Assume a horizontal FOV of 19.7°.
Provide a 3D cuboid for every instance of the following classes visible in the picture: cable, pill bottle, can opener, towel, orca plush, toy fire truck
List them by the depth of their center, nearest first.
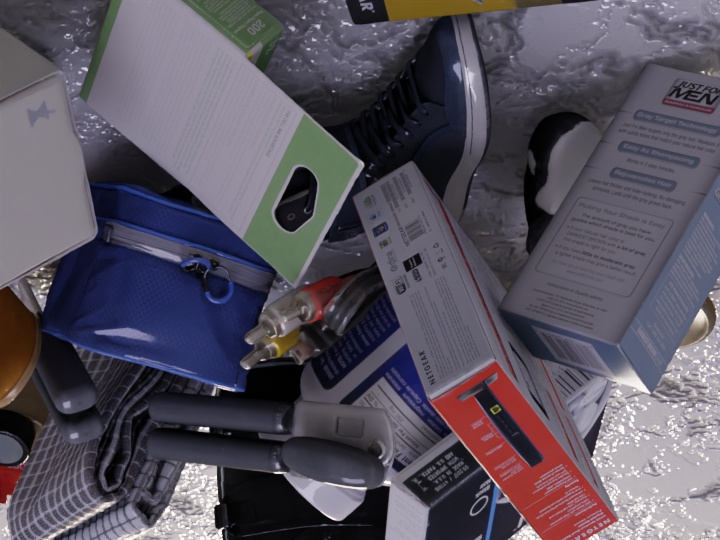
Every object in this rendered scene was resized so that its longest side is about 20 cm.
[{"bbox_3d":[0.000,0.000,1.402,0.050,0.200,0.097,47,139,0],"label":"cable"},{"bbox_3d":[-0.066,0.115,1.444,0.198,0.053,0.066,4,178,30],"label":"can opener"},{"bbox_3d":[0.151,-0.042,1.454,0.105,0.071,0.200,-48,136,-4],"label":"orca plush"},{"bbox_3d":[0.028,0.084,1.512,0.200,0.116,0.116,-41,129,8],"label":"pill bottle"},{"bbox_3d":[-0.222,0.058,1.542,0.066,0.200,0.053,-16,120,-11],"label":"can opener"},{"bbox_3d":[-0.187,0.121,1.595,0.085,0.201,0.165,33,144,-16],"label":"towel"},{"bbox_3d":[-0.339,0.147,1.745,0.174,0.129,0.201,7,134,1],"label":"toy fire truck"}]

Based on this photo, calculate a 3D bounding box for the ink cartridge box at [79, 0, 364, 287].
[{"bbox_3d":[-0.083,-0.102,1.329,0.200,0.048,0.146,40,142,7],"label":"ink cartridge box"}]

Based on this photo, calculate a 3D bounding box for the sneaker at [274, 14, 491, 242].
[{"bbox_3d":[0.005,-0.089,1.359,0.145,0.077,0.203,-5,146,-11],"label":"sneaker"}]

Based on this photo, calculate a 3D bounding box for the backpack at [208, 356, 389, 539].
[{"bbox_3d":[-0.010,0.158,1.638,0.198,0.179,0.151,-6,168,5],"label":"backpack"}]

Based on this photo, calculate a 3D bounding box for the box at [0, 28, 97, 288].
[{"bbox_3d":[-0.271,-0.089,1.301,0.200,0.108,0.129,35,144,40],"label":"box"}]

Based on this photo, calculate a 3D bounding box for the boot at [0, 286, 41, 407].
[{"bbox_3d":[-0.309,0.008,1.481,0.071,0.201,0.144,-46,124,8],"label":"boot"}]

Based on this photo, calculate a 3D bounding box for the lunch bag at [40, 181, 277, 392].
[{"bbox_3d":[-0.135,0.001,1.442,0.135,0.134,0.200,17,176,-19],"label":"lunch bag"}]

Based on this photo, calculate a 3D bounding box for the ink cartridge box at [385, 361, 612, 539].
[{"bbox_3d":[0.097,0.166,1.527,0.043,0.198,0.201,41,149,25],"label":"ink cartridge box"}]

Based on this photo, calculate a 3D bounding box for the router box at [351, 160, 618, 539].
[{"bbox_3d":[0.078,0.055,1.314,0.049,0.201,0.180,-31,130,9],"label":"router box"}]

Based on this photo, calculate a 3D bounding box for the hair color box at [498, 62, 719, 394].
[{"bbox_3d":[0.183,-0.030,1.310,0.099,0.201,0.061,17,157,42],"label":"hair color box"}]

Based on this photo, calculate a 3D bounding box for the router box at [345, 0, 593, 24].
[{"bbox_3d":[0.049,-0.235,1.199,0.156,0.053,0.201,-4,142,15],"label":"router box"}]

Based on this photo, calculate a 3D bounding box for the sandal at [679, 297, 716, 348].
[{"bbox_3d":[0.171,0.052,1.562,0.198,0.054,0.081,-6,142,18],"label":"sandal"}]
